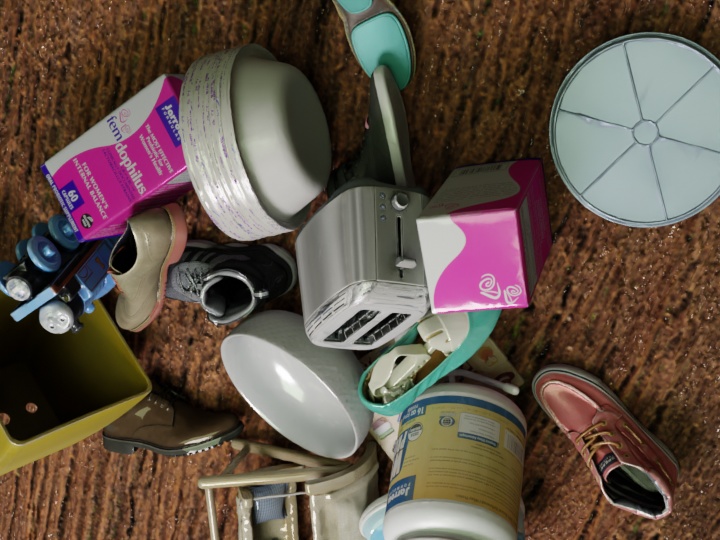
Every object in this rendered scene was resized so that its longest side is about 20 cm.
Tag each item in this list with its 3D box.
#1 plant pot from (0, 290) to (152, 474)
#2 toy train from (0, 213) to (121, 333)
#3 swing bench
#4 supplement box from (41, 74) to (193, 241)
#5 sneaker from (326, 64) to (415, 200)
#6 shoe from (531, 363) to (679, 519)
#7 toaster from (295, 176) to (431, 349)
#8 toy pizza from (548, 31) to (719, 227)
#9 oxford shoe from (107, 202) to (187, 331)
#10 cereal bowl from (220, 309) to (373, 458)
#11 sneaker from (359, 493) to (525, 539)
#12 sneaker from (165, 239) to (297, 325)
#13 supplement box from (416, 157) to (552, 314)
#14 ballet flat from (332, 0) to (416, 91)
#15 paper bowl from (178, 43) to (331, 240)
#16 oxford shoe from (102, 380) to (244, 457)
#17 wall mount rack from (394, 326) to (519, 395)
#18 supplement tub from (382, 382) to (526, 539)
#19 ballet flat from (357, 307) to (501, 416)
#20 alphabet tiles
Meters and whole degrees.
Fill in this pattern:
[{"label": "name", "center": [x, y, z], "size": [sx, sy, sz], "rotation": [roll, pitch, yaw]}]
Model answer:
[{"label": "plant pot", "center": [-0.409, 0.137, 1.408], "size": [0.201, 0.199, 0.177], "rotation": [55, 132, 14]}, {"label": "toy train", "center": [-0.342, -0.003, 1.353], "size": [0.086, 0.201, 0.115], "rotation": [-33, 107, 23]}, {"label": "swing bench", "center": [-0.076, 0.322, 1.412], "size": [0.197, 0.130, 0.202], "rotation": [0, 107, 16]}, {"label": "supplement box", "center": [-0.245, -0.128, 1.315], "size": [0.199, 0.103, 0.102], "rotation": [-31, 85, 22]}, {"label": "sneaker", "center": [0.004, -0.121, 1.263], "size": [0.098, 0.071, 0.202], "rotation": [-2, 118, 14]}, {"label": "shoe", "center": [0.270, 0.188, 1.283], "size": [0.200, 0.091, 0.072], "rotation": [40, 114, 1]}, {"label": "toaster", "center": [0.000, 0.000, 1.209], "size": [0.112, 0.131, 0.200], "rotation": [8, 154, -27]}, {"label": "toy pizza", "center": [0.295, -0.145, 1.198], "size": [0.197, 0.032, 0.203], "rotation": [5, 108, 14]}, {"label": "oxford shoe", "center": [-0.262, -0.001, 1.333], "size": [0.071, 0.074, 0.201], "rotation": [57, 138, 31]}, {"label": "cereal bowl", "center": [-0.062, 0.119, 1.342], "size": [0.199, 0.083, 0.201], "rotation": [29, 148, 20]}, {"label": "sneaker", "center": [0.100, 0.315, 1.325], "size": [0.197, 0.131, 0.080], "rotation": [-6, 126, -2]}, {"label": "sneaker", "center": [-0.180, 0.013, 1.349], "size": [0.197, 0.114, 0.076], "rotation": [-2, 107, 18]}, {"label": "supplement box", "center": [0.132, -0.040, 1.190], "size": [0.100, 0.200, 0.105], "rotation": [-5, 106, 18]}, {"label": "ballet flat", "center": [0.006, -0.279, 1.215], "size": [0.070, 0.071, 0.201], "rotation": [-17, 132, 21]}, {"label": "paper bowl", "center": [-0.100, -0.139, 1.227], "size": [0.103, 0.201, 0.203], "rotation": [-12, 104, 21]}, {"label": "oxford shoe", "center": [-0.240, 0.183, 1.448], "size": [0.197, 0.073, 0.086], "rotation": [-1, 106, 17]}, {"label": "wall mount rack", "center": [0.090, 0.073, 1.302], "size": [0.171, 0.075, 0.203], "rotation": [-5, 107, 16]}, {"label": "supplement tub", "center": [0.101, 0.239, 1.249], "size": [0.143, 0.202, 0.145], "rotation": [8, 144, 6]}, {"label": "ballet flat", "center": [0.070, 0.083, 1.226], "size": [0.200, 0.070, 0.068], "rotation": [-47, 62, 20]}, {"label": "alphabet tiles", "center": [0.087, 0.144, 1.371], "size": [0.199, 0.008, 0.168], "rotation": [-37, 94, 23]}]
